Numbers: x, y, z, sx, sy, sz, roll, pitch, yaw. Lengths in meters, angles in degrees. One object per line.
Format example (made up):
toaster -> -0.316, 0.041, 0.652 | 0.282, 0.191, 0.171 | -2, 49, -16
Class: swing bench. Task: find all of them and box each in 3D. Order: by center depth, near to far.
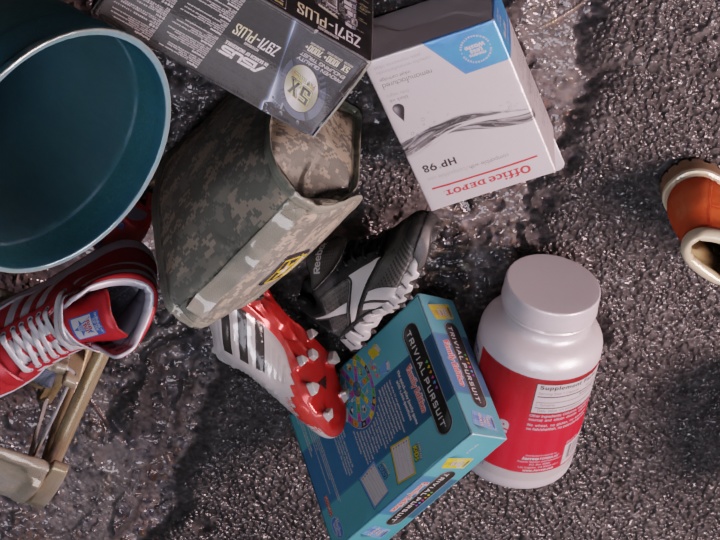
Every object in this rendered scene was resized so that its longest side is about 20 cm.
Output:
swing bench -> -0.340, 0.095, 1.845 | 0.199, 0.130, 0.200 | 20, 94, -16

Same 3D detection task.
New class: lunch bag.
lunch bag -> -0.086, -0.056, 1.728 | 0.118, 0.200, 0.164 | 35, 120, -23

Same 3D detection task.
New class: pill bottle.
pill bottle -> 0.154, 0.089, 1.891 | 0.112, 0.112, 0.200 | 7, 127, -4

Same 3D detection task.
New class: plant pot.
plant pot -> -0.277, -0.130, 1.582 | 0.200, 0.188, 0.200 | -30, 139, -30

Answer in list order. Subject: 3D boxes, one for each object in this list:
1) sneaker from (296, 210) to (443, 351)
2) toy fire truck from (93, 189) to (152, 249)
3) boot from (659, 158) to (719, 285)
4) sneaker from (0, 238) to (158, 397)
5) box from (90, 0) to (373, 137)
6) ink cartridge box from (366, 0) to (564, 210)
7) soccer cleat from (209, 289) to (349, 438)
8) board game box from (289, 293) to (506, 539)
sneaker -> 0.000, 0.000, 1.834 | 0.090, 0.067, 0.200 | 28, 144, -8
toy fire truck -> -0.260, -0.066, 1.759 | 0.049, 0.141, 0.200 | -36, 119, 27
boot -> 0.342, -0.004, 1.820 | 0.200, 0.107, 0.075 | 31, 121, -23
sneaker -> -0.250, 0.053, 1.731 | 0.200, 0.112, 0.071 | -36, 111, 0
box -> -0.093, -0.220, 1.623 | 0.200, 0.164, 0.086 | 28, 123, -20
ink cartridge box -> 0.091, -0.128, 1.751 | 0.116, 0.067, 0.200 | -18, 125, 13
soccer cleat -> -0.086, 0.072, 1.898 | 0.085, 0.069, 0.200 | -27, 106, 35
board game box -> 0.030, 0.141, 1.899 | 0.047, 0.151, 0.200 | 12, 136, -41
